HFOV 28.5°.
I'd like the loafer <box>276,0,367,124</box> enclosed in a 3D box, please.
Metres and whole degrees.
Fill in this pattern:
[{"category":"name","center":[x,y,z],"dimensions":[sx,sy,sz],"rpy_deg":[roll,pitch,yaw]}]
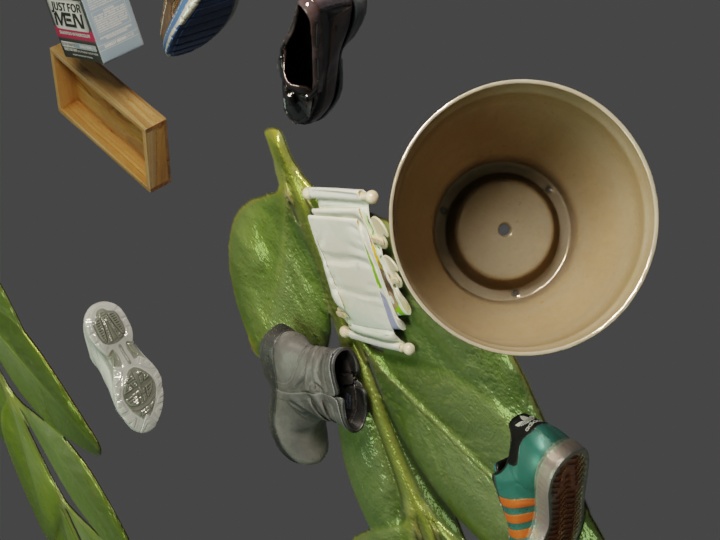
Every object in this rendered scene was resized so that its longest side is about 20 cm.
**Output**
[{"category":"loafer","center":[-0.051,-0.199,1.306],"dimensions":[0.072,0.063,0.200],"rpy_deg":[50,150,15]}]

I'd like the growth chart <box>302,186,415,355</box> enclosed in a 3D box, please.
[{"category":"growth chart","center":[0.000,0.000,1.460],"dimensions":[0.144,0.018,0.202],"rpy_deg":[18,132,49]}]

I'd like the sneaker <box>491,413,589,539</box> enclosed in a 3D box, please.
[{"category":"sneaker","center":[0.166,0.218,1.362],"dimensions":[0.080,0.071,0.202],"rpy_deg":[41,142,36]}]

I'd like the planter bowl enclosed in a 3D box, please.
[{"category":"planter bowl","center":[0.118,-0.036,1.098],"dimensions":[0.201,0.199,0.135],"rpy_deg":[57,178,1]}]

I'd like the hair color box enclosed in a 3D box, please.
[{"category":"hair color box","center":[-0.320,-0.340,1.592],"dimensions":[0.099,0.060,0.202],"rpy_deg":[17,130,50]}]

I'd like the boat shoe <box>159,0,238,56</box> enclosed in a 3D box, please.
[{"category":"boat shoe","center":[-0.158,-0.291,1.390],"dimensions":[0.073,0.072,0.200],"rpy_deg":[55,141,14]}]

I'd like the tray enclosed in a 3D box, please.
[{"category":"tray","center":[-0.305,-0.191,1.733],"dimensions":[0.200,0.037,0.099],"rpy_deg":[39,145,30]}]

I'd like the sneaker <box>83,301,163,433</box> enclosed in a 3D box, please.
[{"category":"sneaker","center":[-0.351,0.143,2.090],"dimensions":[0.202,0.077,0.099],"rpy_deg":[69,157,0]}]

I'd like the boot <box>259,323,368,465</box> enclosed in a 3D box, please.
[{"category":"boot","center":[-0.045,0.163,1.636],"dimensions":[0.131,0.070,0.202],"rpy_deg":[20,138,41]}]
